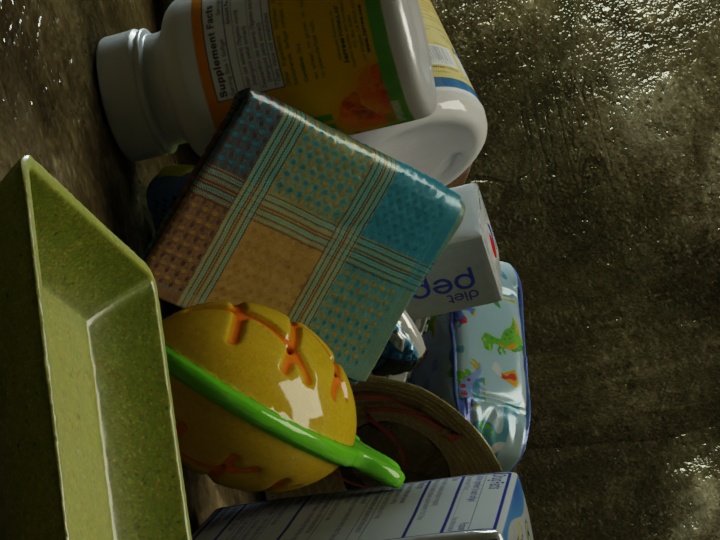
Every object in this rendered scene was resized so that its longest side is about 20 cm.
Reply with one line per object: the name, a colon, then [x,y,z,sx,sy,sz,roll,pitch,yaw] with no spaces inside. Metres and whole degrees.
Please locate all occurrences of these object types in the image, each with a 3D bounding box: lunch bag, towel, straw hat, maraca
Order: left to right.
maraca: [-0.053,0.083,1.189,0.200,0.107,0.137,30,4,-44]
towel: [-0.036,-0.019,1.248,0.200,0.147,0.022,25,10,-40]
straw hat: [0.031,0.134,1.430,0.085,0.200,0.202,-62,141,-53]
lunch bag: [0.070,0.098,1.645,0.161,0.082,0.201,131,-34,-50]

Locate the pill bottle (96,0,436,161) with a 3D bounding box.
pill bottle: [-0.060,-0.130,1.254,0.111,0.199,0.111,-12,90,-81]

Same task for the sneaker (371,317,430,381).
sneaker: [-0.008,0.068,1.522,0.076,0.087,0.200,-46,-157,58]

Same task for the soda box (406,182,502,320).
soda box: [0.000,0.000,1.454,0.064,0.199,0.068,-91,165,-49]

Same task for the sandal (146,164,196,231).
sandal: [-0.086,0.018,1.306,0.087,0.079,0.200,-58,133,-38]

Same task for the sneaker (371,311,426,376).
sneaker: [-0.023,-0.013,1.376,0.200,0.075,0.087,42,51,5]

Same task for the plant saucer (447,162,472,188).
plant saucer: [0.007,-0.115,1.737,0.037,0.200,0.201,24,51,-56]

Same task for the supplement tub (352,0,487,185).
supplement tub: [0.006,-0.167,1.642,0.145,0.144,0.200,60,6,-64]

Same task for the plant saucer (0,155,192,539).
plant saucer: [-0.139,0.071,0.961,0.200,0.048,0.200,55,24,-70]

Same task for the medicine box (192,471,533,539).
medicine box: [-0.001,0.191,1.144,0.182,0.199,0.103,-33,115,-81]
